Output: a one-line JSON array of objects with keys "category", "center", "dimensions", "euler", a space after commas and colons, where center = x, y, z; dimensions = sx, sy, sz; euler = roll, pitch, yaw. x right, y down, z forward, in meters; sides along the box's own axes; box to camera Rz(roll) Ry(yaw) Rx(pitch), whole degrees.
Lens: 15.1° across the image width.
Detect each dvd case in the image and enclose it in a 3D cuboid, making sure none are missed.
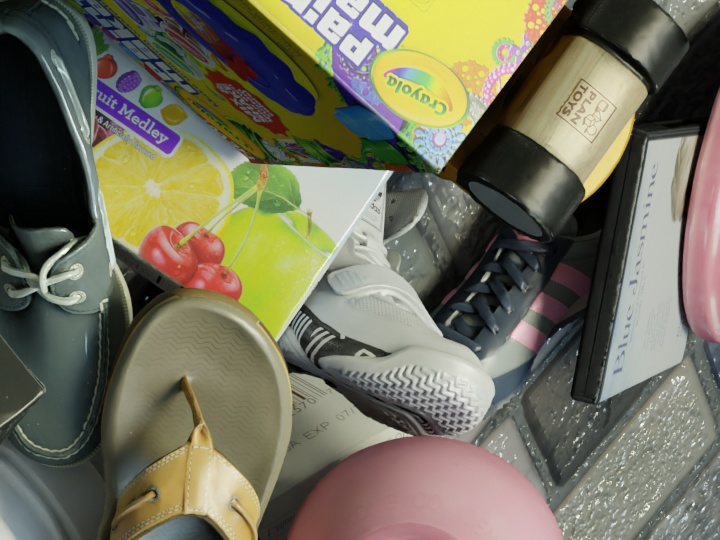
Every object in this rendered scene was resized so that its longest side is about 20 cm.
[{"category": "dvd case", "center": [0.157, -0.010, 1.460], "dimensions": [0.200, 0.018, 0.143], "euler": [-13, 115, -70]}]

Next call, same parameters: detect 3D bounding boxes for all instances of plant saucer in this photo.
[{"category": "plant saucer", "center": [0.240, -0.053, 1.549], "dimensions": [0.200, 0.051, 0.201], "euler": [14, 90, -69]}]

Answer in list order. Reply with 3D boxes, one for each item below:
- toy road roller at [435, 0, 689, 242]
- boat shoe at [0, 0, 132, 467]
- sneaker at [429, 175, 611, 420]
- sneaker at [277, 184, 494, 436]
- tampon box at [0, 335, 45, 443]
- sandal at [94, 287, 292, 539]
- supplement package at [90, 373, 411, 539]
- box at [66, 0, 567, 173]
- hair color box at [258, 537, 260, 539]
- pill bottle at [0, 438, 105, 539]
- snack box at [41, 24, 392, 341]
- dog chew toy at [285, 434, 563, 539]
[{"category": "toy road roller", "center": [0.043, -0.107, 1.304], "dimensions": [0.200, 0.146, 0.123], "euler": [38, 80, -14]}, {"category": "boat shoe", "center": [-0.135, -0.012, 1.110], "dimensions": [0.062, 0.073, 0.201], "euler": [-60, 149, -79]}, {"category": "sneaker", "center": [0.078, 0.004, 1.429], "dimensions": [0.200, 0.070, 0.082], "euler": [-43, 145, -36]}, {"category": "sneaker", "center": [0.000, 0.000, 1.235], "dimensions": [0.075, 0.200, 0.115], "euler": [38, 76, -41]}, {"category": "tampon box", "center": [-0.243, 0.072, 0.997], "dimensions": [0.200, 0.126, 0.150], "euler": [-38, 178, -30]}, {"category": "sandal", "center": [-0.077, 0.107, 1.115], "dimensions": [0.080, 0.054, 0.201], "euler": [14, 102, -16]}, {"category": "supplement package", "center": [-0.050, 0.149, 1.327], "dimensions": [0.117, 0.117, 0.200], "euler": [-30, 132, -36]}, {"category": "box", "center": [-0.044, -0.147, 1.034], "dimensions": [0.200, 0.193, 0.122], "euler": [41, 78, -19]}, {"category": "hair color box", "center": [-0.110, 0.204, 1.213], "dimensions": [0.200, 0.061, 0.102], "euler": [-31, 123, 5]}, {"category": "pill bottle", "center": [-0.200, 0.148, 1.149], "dimensions": [0.200, 0.120, 0.120], "euler": [-37, 136, -30]}, {"category": "snack box", "center": [-0.043, -0.086, 1.177], "dimensions": [0.200, 0.142, 0.053], "euler": [-55, -177, -9]}, {"category": "dog chew toy", "center": [0.034, 0.131, 1.201], "dimensions": [0.200, 0.124, 0.125], "euler": [-15, 129, -82]}]
